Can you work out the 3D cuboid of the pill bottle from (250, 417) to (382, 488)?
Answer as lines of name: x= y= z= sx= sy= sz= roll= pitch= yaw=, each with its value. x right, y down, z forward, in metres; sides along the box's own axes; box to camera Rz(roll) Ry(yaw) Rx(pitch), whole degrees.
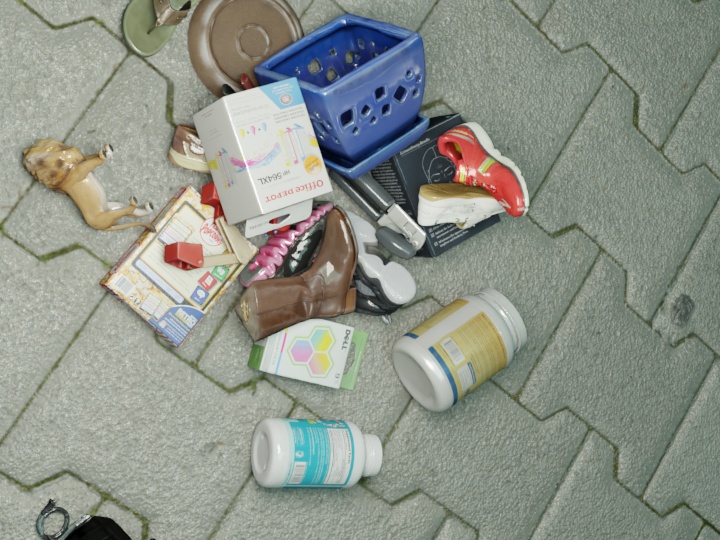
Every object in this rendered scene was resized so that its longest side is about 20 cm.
pill bottle: x=-0.068 y=0.296 z=1.739 sx=0.199 sy=0.111 sz=0.111 roll=7 pitch=89 yaw=-27

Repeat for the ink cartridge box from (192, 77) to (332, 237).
ink cartridge box: x=-0.140 y=-0.160 z=1.585 sx=0.128 sy=0.125 sz=0.201 roll=-21 pitch=95 yaw=-30

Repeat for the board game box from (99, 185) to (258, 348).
board game box: x=-0.276 y=-0.006 z=1.659 sx=0.152 sy=0.046 sz=0.200 roll=45 pitch=73 yaw=-20

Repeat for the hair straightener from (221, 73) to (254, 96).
hair straightener: x=-0.164 y=-0.214 z=1.709 sx=0.077 sy=0.041 sz=0.200 roll=-23 pitch=124 yaw=17

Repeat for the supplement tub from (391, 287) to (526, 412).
supplement tub: x=0.168 y=0.132 z=1.829 sx=0.200 sy=0.145 sz=0.145 roll=-32 pitch=105 yaw=-21

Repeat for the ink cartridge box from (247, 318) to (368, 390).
ink cartridge box: x=-0.073 y=0.130 z=1.757 sx=0.199 sy=0.059 sz=0.104 roll=17 pitch=85 yaw=-26

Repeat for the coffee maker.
coffee maker: x=-0.371 y=0.436 z=1.545 sx=0.192 sy=0.200 sz=0.135 roll=30 pitch=78 yaw=-24

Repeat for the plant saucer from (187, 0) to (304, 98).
plant saucer: x=-0.174 y=-0.359 z=1.706 sx=0.200 sy=0.032 sz=0.201 roll=-1 pitch=93 yaw=-25

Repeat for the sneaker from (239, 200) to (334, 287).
sneaker: x=-0.102 y=-0.026 z=1.733 sx=0.200 sy=0.079 sz=0.095 roll=-48 pitch=118 yaw=-15

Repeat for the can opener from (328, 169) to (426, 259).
can opener: x=0.024 y=-0.101 z=1.754 sx=0.200 sy=0.053 sz=0.067 roll=45 pitch=35 yaw=3

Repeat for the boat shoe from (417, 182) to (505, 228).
boat shoe: x=0.170 y=-0.103 z=1.752 sx=0.199 sy=0.071 sz=0.070 roll=-4 pitch=120 yaw=-34

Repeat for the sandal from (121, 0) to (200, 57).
sandal: x=-0.287 y=-0.410 z=1.632 sx=0.080 sy=0.057 sz=0.201 roll=43 pitch=74 yaw=-21

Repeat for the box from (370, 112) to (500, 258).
box: x=0.120 y=-0.142 z=1.816 sx=0.148 sy=0.107 sz=0.201 roll=-28 pitch=104 yaw=-23

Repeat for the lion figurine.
lion figurine: x=-0.397 y=-0.114 z=1.581 sx=0.122 sy=0.073 sz=0.200 roll=-25 pitch=113 yaw=11

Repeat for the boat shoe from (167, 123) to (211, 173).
boat shoe: x=-0.192 y=-0.184 z=1.662 sx=0.199 sy=0.072 sz=0.072 roll=11 pitch=116 yaw=-13

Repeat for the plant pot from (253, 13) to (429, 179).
plant pot: x=-0.017 y=-0.266 z=1.686 sx=0.200 sy=0.200 sz=0.180 roll=-34 pitch=128 yaw=-22

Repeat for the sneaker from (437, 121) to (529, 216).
sneaker: x=0.191 y=-0.150 z=1.712 sx=0.085 sy=0.200 sz=0.077 roll=-22 pitch=146 yaw=-23

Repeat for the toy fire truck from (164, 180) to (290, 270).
toy fire truck: x=-0.195 y=-0.062 z=1.643 sx=0.200 sy=0.049 sz=0.142 roll=10 pitch=77 yaw=-34

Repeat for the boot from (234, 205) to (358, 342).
boot: x=-0.101 y=0.004 z=1.667 sx=0.199 sy=0.064 sz=0.187 roll=-12 pitch=105 yaw=-30

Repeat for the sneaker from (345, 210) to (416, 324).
sneaker: x=0.000 y=0.000 z=1.780 sx=0.075 sy=0.114 sz=0.200 roll=-27 pitch=68 yaw=-39
